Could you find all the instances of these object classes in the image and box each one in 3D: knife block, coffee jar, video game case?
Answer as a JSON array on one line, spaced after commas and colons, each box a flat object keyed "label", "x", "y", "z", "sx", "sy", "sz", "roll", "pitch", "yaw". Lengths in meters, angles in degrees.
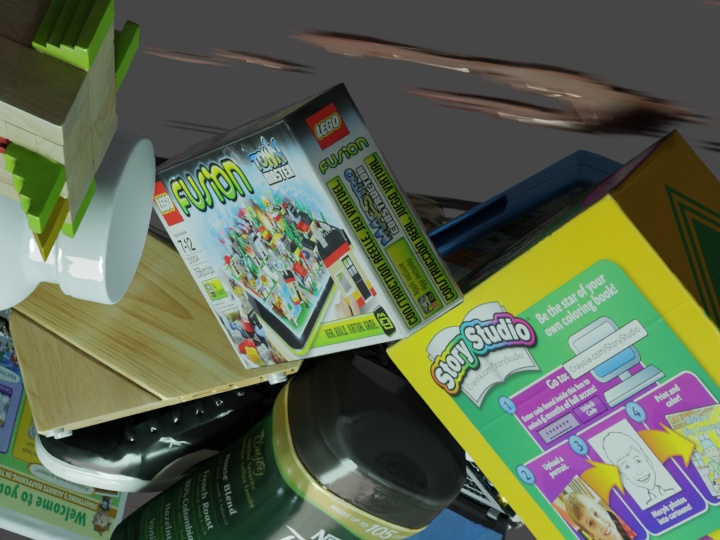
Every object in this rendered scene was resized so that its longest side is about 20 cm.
[{"label": "knife block", "x": -0.137, "y": -0.010, "z": 1.477, "sx": 0.199, "sy": 0.177, "sz": 0.064, "roll": -14, "pitch": 177, "yaw": -2}, {"label": "coffee jar", "x": -0.039, "y": 0.128, "z": 1.542, "sx": 0.104, "sy": 0.086, "sz": 0.200, "roll": 27, "pitch": 127, "yaw": -30}, {"label": "video game case", "x": -0.186, "y": 0.050, "z": 1.610, "sx": 0.022, "sy": 0.183, "sz": 0.200, "roll": 3, "pitch": 165, "yaw": 37}, {"label": "video game case", "x": 0.096, "y": 0.005, "z": 1.356, "sx": 0.143, "sy": 0.018, "sz": 0.200, "roll": 20, "pitch": 152, "yaw": -29}]

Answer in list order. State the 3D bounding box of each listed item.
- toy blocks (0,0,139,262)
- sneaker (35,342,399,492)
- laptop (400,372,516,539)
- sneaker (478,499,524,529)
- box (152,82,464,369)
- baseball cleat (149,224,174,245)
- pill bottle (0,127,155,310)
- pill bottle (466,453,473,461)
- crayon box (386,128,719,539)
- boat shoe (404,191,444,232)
[{"label": "toy blocks", "x": -0.174, "y": -0.086, "z": 1.210, "sx": 0.136, "sy": 0.100, "sz": 0.200, "roll": 24, "pitch": 166, "yaw": 1}, {"label": "sneaker", "x": -0.077, "y": 0.057, "z": 1.581, "sx": 0.199, "sy": 0.073, "sz": 0.112, "roll": -2, "pitch": 134, "yaw": -9}, {"label": "laptop", "x": 0.003, "y": 0.145, "z": 1.727, "sx": 0.200, "sy": 0.116, "sz": 0.187, "roll": 51, "pitch": 169, "yaw": -18}, {"label": "sneaker", "x": 0.086, "y": 0.070, "z": 1.700, "sx": 0.066, "sy": 0.090, "sz": 0.200, "roll": 46, "pitch": 170, "yaw": 37}, {"label": "box", "x": -0.031, "y": -0.016, "z": 1.329, "sx": 0.110, "sy": 0.035, "sz": 0.200, "roll": 60, "pitch": 158, "yaw": -6}, {"label": "baseball cleat", "x": -0.096, "y": -0.002, "z": 1.599, "sx": 0.106, "sy": 0.070, "sz": 0.200, "roll": -11, "pitch": 161, "yaw": 33}, {"label": "pill bottle", "x": -0.202, "y": -0.043, "z": 1.360, "sx": 0.199, "sy": 0.113, "sz": 0.112, "roll": 12, "pitch": 169, "yaw": 9}, {"label": "pill bottle", "x": 0.135, "y": 0.086, "z": 1.595, "sx": 0.199, "sy": 0.111, "sz": 0.111, "roll": 20, "pitch": 167, "yaw": -29}, {"label": "crayon box", "x": 0.124, "y": 0.054, "z": 1.257, "sx": 0.173, "sy": 0.058, "sz": 0.200, "roll": 51, "pitch": 145, "yaw": -1}, {"label": "boat shoe", "x": 0.000, "y": 0.000, "z": 1.452, "sx": 0.071, "sy": 0.065, "sz": 0.200, "roll": 13, "pitch": 169, "yaw": 2}]
